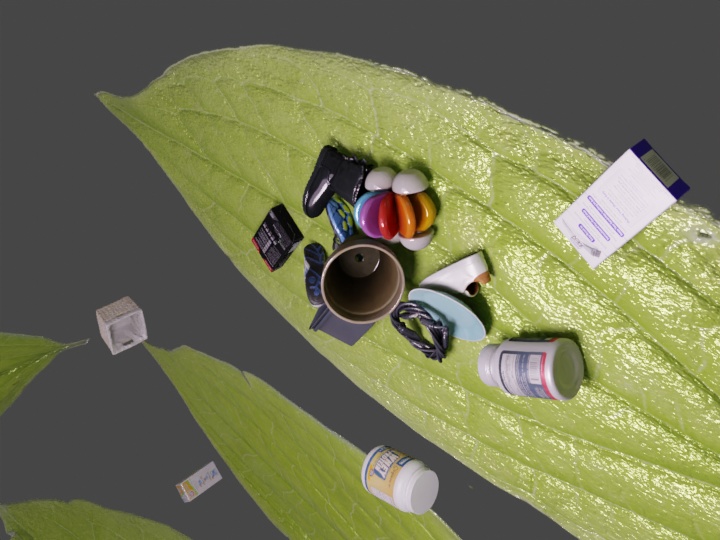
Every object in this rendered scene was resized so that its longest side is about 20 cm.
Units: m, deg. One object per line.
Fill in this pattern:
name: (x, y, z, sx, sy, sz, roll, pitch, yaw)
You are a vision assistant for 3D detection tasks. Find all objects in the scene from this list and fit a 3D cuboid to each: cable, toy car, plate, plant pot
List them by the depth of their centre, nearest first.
toy car: (0.065, -0.128, 1.424, 0.198, 0.149, 0.179, 14, 124, 45)
plate: (0.200, 0.095, 1.454, 0.197, 0.026, 0.201, 29, 159, 12)
cable: (0.141, 0.153, 1.543, 0.160, 0.051, 0.202, 24, 153, 21)
plant pot: (0.000, 0.000, 1.544, 0.174, 0.195, 0.205, -101, 1, -66)

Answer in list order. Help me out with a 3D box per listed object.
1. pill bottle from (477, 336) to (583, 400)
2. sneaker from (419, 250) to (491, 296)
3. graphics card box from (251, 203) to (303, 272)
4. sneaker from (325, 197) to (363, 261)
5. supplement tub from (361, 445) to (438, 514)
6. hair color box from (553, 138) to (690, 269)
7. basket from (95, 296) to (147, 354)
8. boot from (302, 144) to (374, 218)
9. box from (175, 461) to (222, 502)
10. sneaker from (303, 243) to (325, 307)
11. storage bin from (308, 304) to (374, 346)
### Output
pill bottle: (0.345, 0.199, 1.315, 0.198, 0.118, 0.122, -5, 109, 52)
sneaker: (0.207, 0.030, 1.415, 0.199, 0.072, 0.086, -28, 88, 53)
graphics card box: (-0.253, -0.095, 1.922, 0.127, 0.050, 0.200, 56, 145, 9)
sneaker: (-0.052, -0.089, 1.660, 0.082, 0.070, 0.204, -7, 110, 45)
supplement tub: (0.113, 0.602, 1.836, 0.197, 0.143, 0.148, 9, 120, 47)
hair color box: (0.429, -0.106, 1.064, 0.110, 0.064, 0.201, 52, 141, 13)
basket: (-1.200, 0.270, 3.200, 0.160, 0.196, 0.204, 35, 137, 33)
boot: (-0.052, -0.194, 1.549, 0.161, 0.073, 0.202, 33, 111, 34)
box: (-0.822, 1.074, 3.240, 0.103, 0.198, 0.112, 59, 144, 3)
sneaker: (-0.119, 0.021, 1.772, 0.078, 0.074, 0.203, 92, 175, -51)
storage bin: (-0.032, 0.106, 1.724, 0.133, 0.147, 0.200, 31, 143, -8)
